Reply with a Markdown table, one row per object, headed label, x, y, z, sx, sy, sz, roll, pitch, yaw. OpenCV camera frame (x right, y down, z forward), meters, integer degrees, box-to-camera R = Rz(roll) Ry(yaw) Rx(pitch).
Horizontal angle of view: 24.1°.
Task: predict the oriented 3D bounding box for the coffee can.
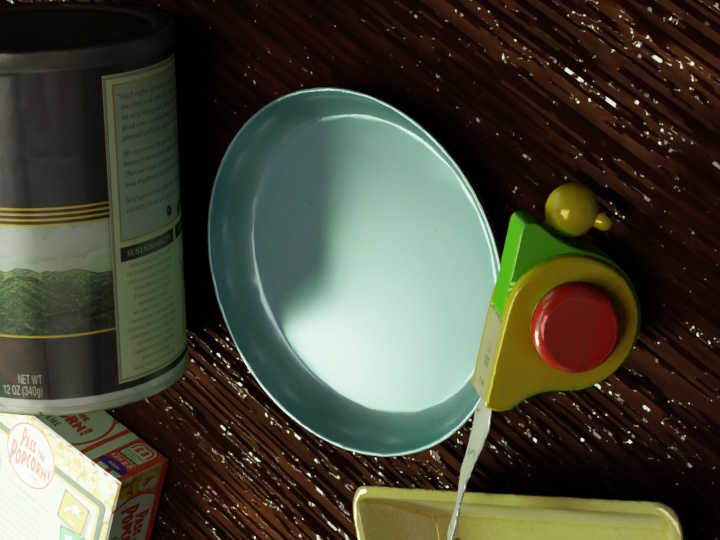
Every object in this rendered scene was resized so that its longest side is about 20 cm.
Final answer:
| label | x | y | z | sx | sy | sz | roll | pitch | yaw |
| --- | --- | --- | --- | --- | --- | --- | --- | --- | --- |
| coffee can | -0.171 | -0.039 | 0.947 | 0.146 | 0.146 | 0.201 | 13 | 113 | 36 |

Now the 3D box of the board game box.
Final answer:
| label | x | y | z | sx | sy | sz | roll | pitch | yaw |
| --- | --- | --- | --- | --- | --- | --- | --- | --- | --- |
| board game box | -0.212 | 0.172 | 1.117 | 0.151 | 0.046 | 0.201 | 33 | 123 | 27 |

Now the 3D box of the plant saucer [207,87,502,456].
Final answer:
| label | x | y | z | sx | sy | sz | roll | pitch | yaw |
| --- | --- | --- | --- | --- | --- | --- | --- | --- | --- |
| plant saucer | 0.000 | 0.000 | 0.899 | 0.199 | 0.027 | 0.202 | 13 | 112 | 36 |

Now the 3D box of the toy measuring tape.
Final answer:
| label | x | y | z | sx | sy | sz | roll | pitch | yaw |
| --- | --- | --- | --- | --- | --- | --- | --- | --- | --- |
| toy measuring tape | 0.090 | 0.057 | 0.807 | 0.073 | 0.073 | 0.201 | 20 | 106 | 33 |

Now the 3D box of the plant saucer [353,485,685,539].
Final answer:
| label | x | y | z | sx | sy | sz | roll | pitch | yaw |
| --- | --- | --- | --- | --- | --- | --- | --- | --- | --- |
| plant saucer | 0.101 | 0.202 | 0.871 | 0.199 | 0.048 | 0.201 | -3 | 104 | 40 |
